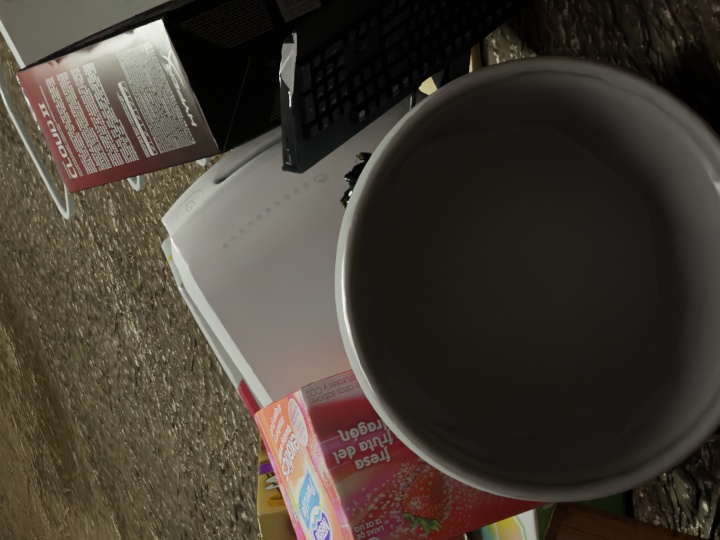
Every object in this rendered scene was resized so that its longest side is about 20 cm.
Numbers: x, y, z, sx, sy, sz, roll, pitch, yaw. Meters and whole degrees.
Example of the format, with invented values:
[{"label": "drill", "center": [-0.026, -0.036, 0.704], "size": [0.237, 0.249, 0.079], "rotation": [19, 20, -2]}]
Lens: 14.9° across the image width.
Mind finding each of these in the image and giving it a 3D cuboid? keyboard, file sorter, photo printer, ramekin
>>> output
[{"label": "keyboard", "center": [0.030, -0.101, 1.321], "size": [0.021, 0.200, 0.127], "rotation": [26, 136, 30]}, {"label": "file sorter", "center": [-0.120, -0.140, 1.703], "size": [0.125, 0.199, 0.139], "rotation": [89, 155, -53]}, {"label": "photo printer", "center": [0.000, 0.000, 1.447], "size": [0.200, 0.166, 0.070], "rotation": [60, -178, -37]}, {"label": "ramekin", "center": [0.081, 0.005, 1.272], "size": [0.105, 0.199, 0.201], "rotation": [176, 76, -81]}]

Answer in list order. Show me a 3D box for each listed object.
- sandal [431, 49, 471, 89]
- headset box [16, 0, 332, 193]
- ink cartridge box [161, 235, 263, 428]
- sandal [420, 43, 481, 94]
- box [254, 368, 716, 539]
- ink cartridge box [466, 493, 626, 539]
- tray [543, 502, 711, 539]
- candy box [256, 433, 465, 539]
[{"label": "sandal", "center": [0.019, -0.158, 1.457], "size": [0.200, 0.045, 0.075], "rotation": [-113, 24, -49]}, {"label": "headset box", "center": [-0.074, -0.108, 1.417], "size": [0.200, 0.148, 0.075], "rotation": [-10, 105, 58]}, {"label": "ink cartridge box", "center": [-0.045, 0.035, 1.624], "size": [0.148, 0.085, 0.200], "rotation": [59, 177, -10]}, {"label": "sandal", "center": [0.017, -0.085, 1.555], "size": [0.078, 0.069, 0.212], "rotation": [59, 158, 32]}, {"label": "box", "center": [0.061, 0.077, 1.378], "size": [0.095, 0.199, 0.103], "rotation": [70, 161, 3]}, {"label": "ink cartridge box", "center": [0.101, 0.129, 1.536], "size": [0.104, 0.059, 0.201], "rotation": [-134, 31, -54]}, {"label": "tray", "center": [0.139, 0.204, 1.450], "size": [0.200, 0.098, 0.037], "rotation": [94, -165, -47]}, {"label": "candy box", "center": [0.000, 0.133, 1.646], "size": [0.200, 0.116, 0.057], "rotation": [-100, -2, -78]}]
